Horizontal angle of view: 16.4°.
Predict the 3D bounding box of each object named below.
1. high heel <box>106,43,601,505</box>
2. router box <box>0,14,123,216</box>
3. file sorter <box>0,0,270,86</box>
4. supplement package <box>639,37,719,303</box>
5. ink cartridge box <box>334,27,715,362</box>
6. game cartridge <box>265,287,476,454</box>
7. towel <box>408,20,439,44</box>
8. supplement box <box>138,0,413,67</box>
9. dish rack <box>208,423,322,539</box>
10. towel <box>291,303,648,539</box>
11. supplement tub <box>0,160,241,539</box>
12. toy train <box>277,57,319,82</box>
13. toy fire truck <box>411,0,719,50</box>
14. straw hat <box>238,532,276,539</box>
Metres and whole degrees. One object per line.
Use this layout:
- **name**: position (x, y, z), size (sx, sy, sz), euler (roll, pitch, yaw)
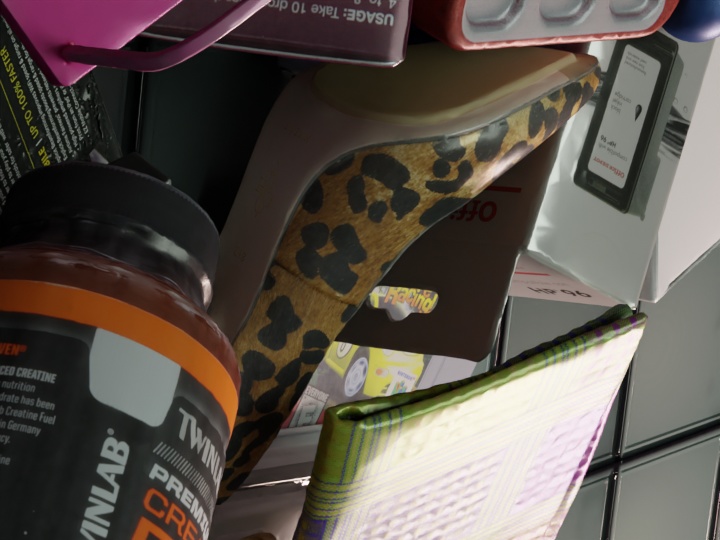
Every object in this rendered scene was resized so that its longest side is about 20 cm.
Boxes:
- **high heel**: position (0.000, 0.000, 0.896), size (0.200, 0.071, 0.143), euler (-20, 126, -16)
- **router box**: position (-0.147, -0.036, 0.799), size (0.149, 0.051, 0.200), euler (-55, 145, -35)
- **file sorter**: position (-0.072, -0.170, 0.689), size (0.139, 0.125, 0.200), euler (-39, 108, -14)
- **supplement package**: position (0.138, -0.100, 1.218), size (0.200, 0.111, 0.156), euler (-36, 130, -51)
- **ink cartridge box**: position (0.062, -0.054, 0.962), size (0.068, 0.116, 0.200), euler (26, 78, -37)
- **game cartridge**: position (-0.007, 0.032, 1.063), size (0.200, 0.041, 0.133), euler (27, 84, -60)
- **towel**: position (0.016, -0.185, 0.936), size (0.049, 0.147, 0.201), euler (6, 94, -47)
- **supplement box**: position (-0.036, -0.175, 0.842), size (0.103, 0.131, 0.201), euler (6, 96, -18)
- **dish rack**: position (-0.041, 0.149, 1.022), size (0.200, 0.043, 0.172), euler (-2, 114, -56)
- **towel**: position (0.025, 0.093, 0.940), size (0.143, 0.023, 0.200), euler (-20, 149, -28)
- **supplement tub**: position (-0.096, 0.067, 0.747), size (0.107, 0.107, 0.200), euler (58, 37, -51)
- **toy train**: position (0.032, -0.136, 1.058), size (0.114, 0.085, 0.200), euler (46, 62, -41)
- **toy fire truck**: position (0.106, -0.159, 0.860), size (0.200, 0.112, 0.168), euler (-9, 122, -44)
- **straw hat**: position (-0.130, 0.126, 0.842), size (0.085, 0.201, 0.201), euler (49, 46, -5)
